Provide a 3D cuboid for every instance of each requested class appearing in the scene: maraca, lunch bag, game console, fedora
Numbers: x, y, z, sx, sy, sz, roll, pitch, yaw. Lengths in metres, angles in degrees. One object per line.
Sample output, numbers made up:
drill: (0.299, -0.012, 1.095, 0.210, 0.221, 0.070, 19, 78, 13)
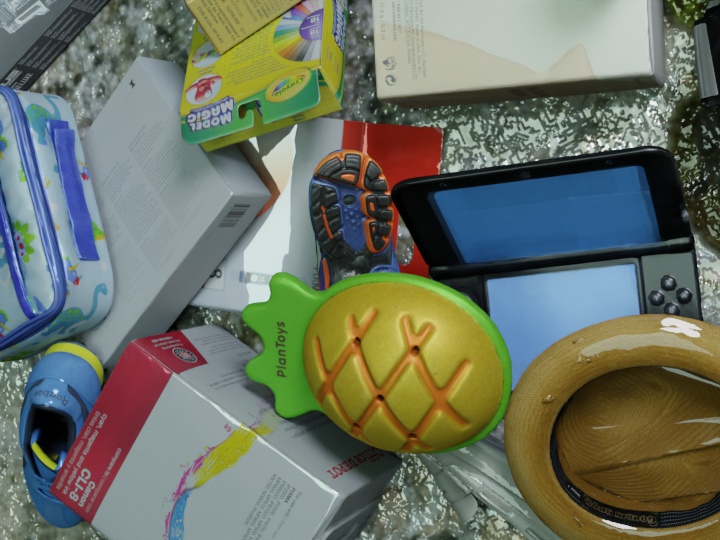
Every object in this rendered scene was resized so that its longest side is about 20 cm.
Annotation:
maraca: (0.009, 0.063, 0.912, 0.199, 0.107, 0.138, 7, 112, 19)
lunch bag: (-0.280, -0.036, 1.035, 0.160, 0.082, 0.201, -22, 78, 33)
game console: (0.136, 0.014, 0.929, 0.199, 0.116, 0.177, -6, 89, 19)
fedora: (0.202, 0.109, 0.901, 0.199, 0.082, 0.202, 5, 109, 13)

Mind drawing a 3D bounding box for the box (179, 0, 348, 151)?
box: (-0.068, -0.168, 0.974, 0.117, 0.048, 0.201, -14, 45, 19)

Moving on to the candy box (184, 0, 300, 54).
candy box: (-0.051, -0.260, 0.969, 0.199, 0.057, 0.117, -33, 43, 1)

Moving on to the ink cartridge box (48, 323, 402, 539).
ink cartridge box: (-0.098, 0.158, 0.996, 0.199, 0.145, 0.145, 34, 102, 16)

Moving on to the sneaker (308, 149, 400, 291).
sneaker: (0.000, 0.000, 0.980, 0.075, 0.079, 0.201, -4, 110, -4)

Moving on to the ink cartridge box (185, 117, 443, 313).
ink cartridge box: (-0.042, -0.042, 1.025, 0.199, 0.050, 0.163, 7, 94, 22)

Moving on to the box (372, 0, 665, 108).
box: (0.116, -0.167, 0.946, 0.199, 0.095, 0.078, -2, 91, 20)

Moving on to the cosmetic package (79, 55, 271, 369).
cosmetic package: (-0.176, -0.044, 1.034, 0.200, 0.052, 0.151, -49, 65, 26)

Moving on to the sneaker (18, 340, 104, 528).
sneaker: (-0.248, 0.151, 1.045, 0.066, 0.079, 0.201, 14, 129, 1)

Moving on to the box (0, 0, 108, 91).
box: (-0.322, -0.238, 1.117, 0.200, 0.050, 0.158, -42, 78, 15)

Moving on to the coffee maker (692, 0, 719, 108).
coffee maker: (0.277, -0.218, 0.838, 0.134, 0.192, 0.201, -19, 93, -14)

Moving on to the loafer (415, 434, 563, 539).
loafer: (0.086, 0.155, 0.973, 0.199, 0.070, 0.070, 27, 92, 15)
